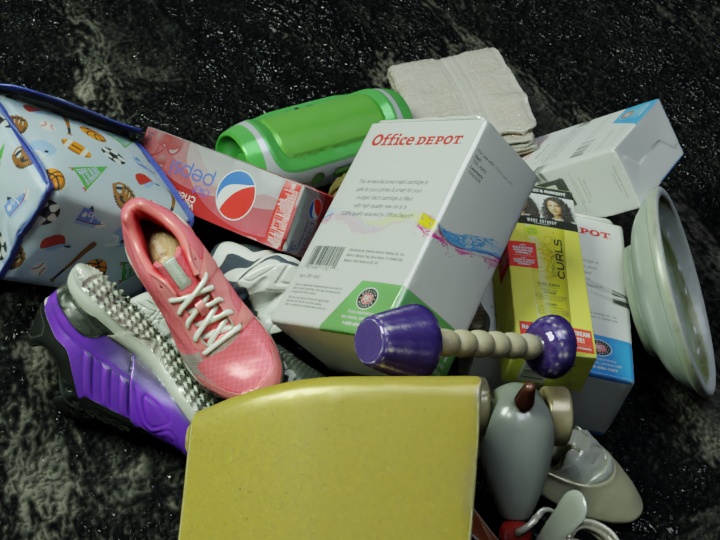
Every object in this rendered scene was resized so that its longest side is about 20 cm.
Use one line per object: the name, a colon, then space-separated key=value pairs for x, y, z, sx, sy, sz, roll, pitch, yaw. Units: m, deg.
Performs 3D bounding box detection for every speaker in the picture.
speaker: x=-0.044 y=-0.126 z=1.343 sx=0.198 sy=0.089 sz=0.089 roll=-19 pitch=54 yaw=-31

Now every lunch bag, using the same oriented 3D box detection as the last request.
lunch bag: x=-0.268 y=-0.085 z=1.179 sx=0.169 sy=0.124 sz=0.200 roll=15 pitch=28 yaw=-48

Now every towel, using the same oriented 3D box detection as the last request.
towel: x=0.109 y=-0.180 z=1.440 sx=0.131 sy=0.035 sz=0.201 roll=-10 pitch=38 yaw=-7

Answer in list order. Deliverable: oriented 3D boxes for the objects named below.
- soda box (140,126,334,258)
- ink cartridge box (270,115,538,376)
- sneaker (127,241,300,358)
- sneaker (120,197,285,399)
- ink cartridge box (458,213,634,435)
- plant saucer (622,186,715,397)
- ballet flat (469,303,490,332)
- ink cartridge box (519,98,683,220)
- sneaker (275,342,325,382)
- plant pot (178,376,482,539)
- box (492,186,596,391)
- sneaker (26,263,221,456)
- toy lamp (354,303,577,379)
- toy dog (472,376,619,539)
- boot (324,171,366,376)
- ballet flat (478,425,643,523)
soda box: x=-0.117 y=-0.070 z=1.224 sx=0.199 sy=0.064 sz=0.070 roll=23 pitch=2 yaw=32
ink cartridge box: x=0.036 y=-0.019 z=1.083 sx=0.084 sy=0.144 sz=0.201 roll=39 pitch=69 yaw=-34
sneaker: x=-0.138 y=0.030 z=1.176 sx=0.197 sy=0.080 sz=0.130 roll=-25 pitch=11 yaw=3
sneaker: x=-0.136 y=0.025 z=1.057 sx=0.073 sy=0.087 sz=0.201 roll=-37 pitch=72 yaw=-5
ink cartridge box: x=0.170 y=0.039 z=1.244 sx=0.144 sy=0.085 sz=0.201 roll=12 pitch=45 yaw=-4
plant saucer: x=0.285 y=0.024 z=1.253 sx=0.050 sy=0.201 sz=0.201 roll=-14 pitch=40 yaw=21
ballet flat: x=0.062 y=0.011 z=1.216 sx=0.046 sy=0.067 sz=0.200 roll=37 pitch=11 yaw=-28
ink cartridge box: x=0.214 y=-0.097 z=1.359 sx=0.116 sy=0.199 sz=0.067 roll=-44 pitch=110 yaw=-42
sneaker: x=-0.015 y=0.129 z=1.120 sx=0.090 sy=0.067 sz=0.200 roll=-21 pitch=56 yaw=-41
plant pot: x=-0.026 y=0.169 z=0.948 sx=0.197 sy=0.194 sz=0.198 roll=6 pitch=81 yaw=0
box: x=0.157 y=0.011 z=1.172 sx=0.074 sy=0.050 sz=0.201 roll=9 pitch=46 yaw=-8
sneaker: x=-0.194 y=0.098 z=1.092 sx=0.200 sy=0.099 sz=0.070 roll=49 pitch=11 yaw=-4
toy lamp: x=0.080 y=0.056 z=0.995 sx=0.198 sy=0.058 sz=0.058 roll=4 pitch=42 yaw=-39
toy dog: x=0.130 y=0.167 z=1.051 sx=0.130 sy=0.096 sz=0.202 roll=-17 pitch=71 yaw=-9
boot: x=0.000 y=0.000 z=1.227 sx=0.066 sy=0.175 sz=0.202 roll=30 pitch=62 yaw=-25
ballet flat: x=0.157 y=0.153 z=1.143 sx=0.198 sy=0.070 sz=0.070 roll=23 pitch=44 yaw=6
